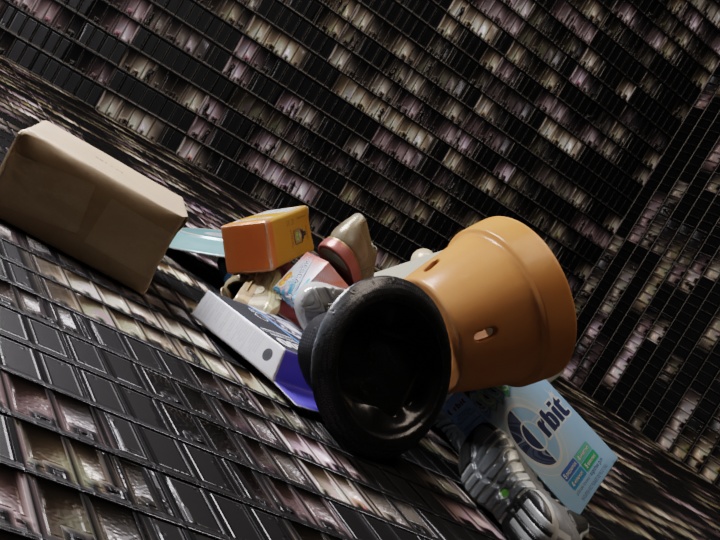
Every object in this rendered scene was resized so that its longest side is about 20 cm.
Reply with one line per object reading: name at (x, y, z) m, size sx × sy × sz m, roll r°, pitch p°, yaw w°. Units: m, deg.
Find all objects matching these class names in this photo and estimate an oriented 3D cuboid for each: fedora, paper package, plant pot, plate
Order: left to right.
paper package at (-0.309, -0.079, 1.188) m, size 0.199 × 0.104 × 0.191 m, roll 29°, pitch 5°, yaw -15°
plate at (-0.202, -0.041, 1.526) m, size 0.198 × 0.026 × 0.200 m, roll 7°, pitch 7°, yaw -1°
fedora at (0.004, 0.095, 1.073) m, size 0.091 × 0.202 × 0.200 m, roll 9°, pitch -14°, yaw 46°
plant pot at (0.129, 0.053, 1.187) m, size 0.139 × 0.202 × 0.200 m, roll -20°, pitch 33°, yaw -27°

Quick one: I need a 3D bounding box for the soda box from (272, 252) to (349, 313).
soda box at (-0.020, 0.071, 1.317) m, size 0.200 × 0.068 × 0.063 m, roll 50°, pitch -13°, yaw -29°

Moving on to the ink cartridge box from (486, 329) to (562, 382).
ink cartridge box at (0.200, 0.090, 1.585) m, size 0.199 × 0.084 × 0.147 m, roll 14°, pitch -53°, yaw 50°

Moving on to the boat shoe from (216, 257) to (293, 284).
boat shoe at (-0.128, 0.011, 1.537) m, size 0.200 × 0.084 × 0.069 m, roll 30°, pitch 13°, yaw -50°

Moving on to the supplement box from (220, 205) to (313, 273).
supplement box at (-0.121, -0.043, 1.392) m, size 0.068 × 0.067 × 0.200 m, roll -6°, pitch 7°, yaw 16°

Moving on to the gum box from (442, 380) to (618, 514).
gum box at (0.211, 0.201, 1.271) m, size 0.200 × 0.045 × 0.170 m, roll 48°, pitch 33°, yaw 8°

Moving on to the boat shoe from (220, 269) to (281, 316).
boat shoe at (-0.146, 0.024, 1.357) m, size 0.064 × 0.072 × 0.200 m, roll 31°, pitch 6°, yaw -15°

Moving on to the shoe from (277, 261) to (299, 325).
shoe at (-0.046, 0.067, 1.439) m, size 0.199 × 0.091 × 0.071 m, roll 31°, pitch 4°, yaw 0°

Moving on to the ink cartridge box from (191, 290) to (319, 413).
ink cartridge box at (-0.066, 0.107, 1.181) m, size 0.200 × 0.044 × 0.198 m, roll 36°, pitch 5°, yaw 37°

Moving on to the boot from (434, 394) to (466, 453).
boot at (0.184, 0.219, 1.402) m, size 0.167 × 0.077 × 0.200 m, roll 24°, pitch 2°, yaw -36°

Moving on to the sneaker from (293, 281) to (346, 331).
sneaker at (-0.030, 0.066, 1.208) m, size 0.099 × 0.078 × 0.200 m, roll 27°, pitch -11°, yaw 40°

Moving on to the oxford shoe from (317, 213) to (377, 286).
oxford shoe at (0.000, 0.000, 1.351) m, size 0.070 × 0.075 × 0.200 m, roll 31°, pitch -20°, yaw 19°

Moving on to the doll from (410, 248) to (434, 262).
doll at (0.072, 0.065, 1.537) m, size 0.048 × 0.202 × 0.136 m, roll 15°, pitch -4°, yaw 34°

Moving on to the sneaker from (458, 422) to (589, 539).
sneaker at (0.185, 0.255, 1.137) m, size 0.115 × 0.075 × 0.200 m, roll 34°, pitch 13°, yaw -28°

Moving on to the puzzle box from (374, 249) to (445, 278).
puzzle box at (0.089, 0.043, 1.460) m, size 0.026 × 0.199 × 0.134 m, roll 88°, pitch -20°, yaw -53°
